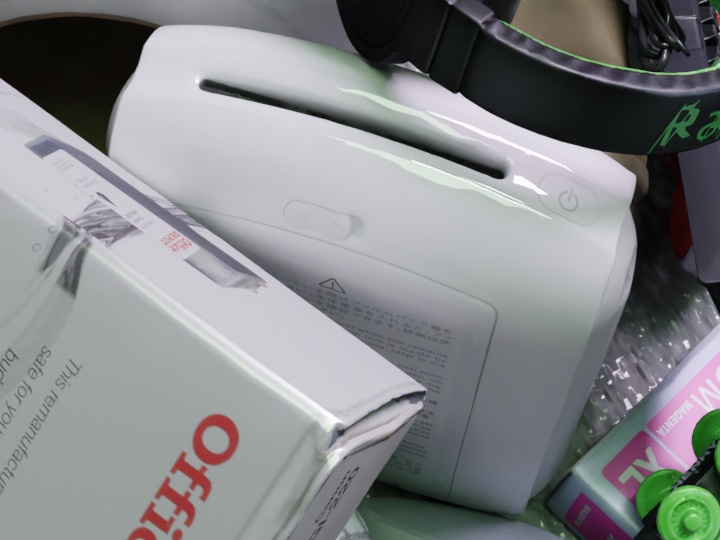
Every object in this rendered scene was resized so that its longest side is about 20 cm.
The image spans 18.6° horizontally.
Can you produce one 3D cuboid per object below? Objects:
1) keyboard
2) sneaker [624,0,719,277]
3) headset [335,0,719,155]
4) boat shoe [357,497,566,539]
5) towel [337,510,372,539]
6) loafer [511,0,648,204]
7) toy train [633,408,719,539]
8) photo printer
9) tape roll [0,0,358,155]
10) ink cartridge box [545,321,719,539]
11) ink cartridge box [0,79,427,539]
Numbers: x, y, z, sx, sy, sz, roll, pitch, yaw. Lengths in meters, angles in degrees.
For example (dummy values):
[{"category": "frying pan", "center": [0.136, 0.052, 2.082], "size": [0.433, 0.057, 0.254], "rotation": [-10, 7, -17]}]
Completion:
[{"category": "keyboard", "center": [0.111, -0.072, 0.734], "size": [0.020, 0.127, 0.201], "rotation": [-16, 52, 17]}, {"category": "sneaker", "center": [0.130, -0.091, 0.864], "size": [0.112, 0.071, 0.201], "rotation": [29, 53, -1]}, {"category": "headset", "center": [0.039, -0.115, 0.635], "size": [0.200, 0.094, 0.123], "rotation": [38, 44, 21]}, {"category": "boat shoe", "center": [0.081, 0.136, 0.734], "size": [0.199, 0.073, 0.066], "rotation": [22, 99, 19]}, {"category": "towel", "center": [-0.067, 0.158, 0.684], "size": [0.199, 0.086, 0.166], "rotation": [-28, 70, -23]}, {"category": "loafer", "center": [0.061, -0.068, 0.771], "size": [0.075, 0.200, 0.068], "rotation": [7, 101, -6]}, {"category": "toy train", "center": [0.173, 0.034, 0.747], "size": [0.056, 0.042, 0.200], "rotation": [42, 89, -9]}, {"category": "photo printer", "center": [0.000, 0.000, 0.702], "size": [0.165, 0.200, 0.070], "rotation": [18, 66, 6]}, {"category": "tape roll", "center": [-0.094, -0.115, 0.751], "size": [0.201, 0.203, 0.140], "rotation": [3, 61, -11]}, {"category": "ink cartridge box", "center": [0.179, 0.110, 0.790], "size": [0.200, 0.042, 0.119], "rotation": [45, 63, 10]}, {"category": "ink cartridge box", "center": [-0.104, 0.039, 0.607], "size": [0.200, 0.085, 0.146], "rotation": [36, 104, 13]}]
